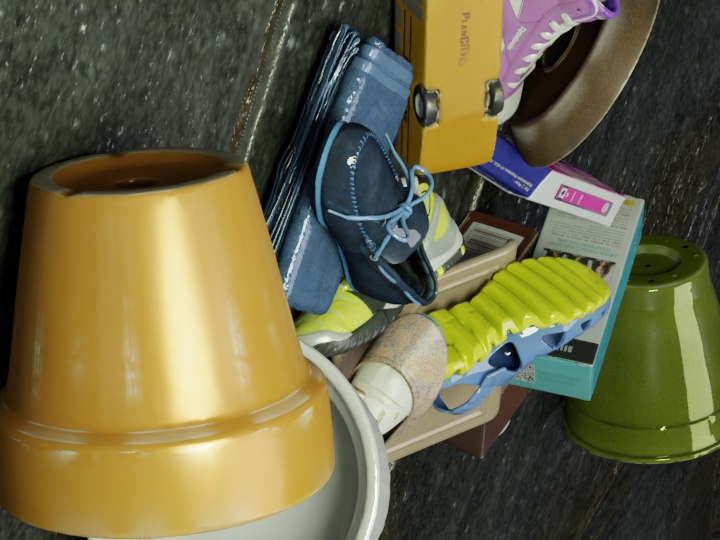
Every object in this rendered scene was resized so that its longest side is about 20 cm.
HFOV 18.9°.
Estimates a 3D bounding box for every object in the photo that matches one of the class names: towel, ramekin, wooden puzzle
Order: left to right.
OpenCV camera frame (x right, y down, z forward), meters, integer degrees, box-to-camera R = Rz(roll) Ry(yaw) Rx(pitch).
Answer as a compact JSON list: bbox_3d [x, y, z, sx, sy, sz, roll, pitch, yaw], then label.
[{"bbox_3d":[-0.075,0.138,1.412,0.098,0.199,0.202,28,83,-76],"label":"ramekin"},{"bbox_3d":[-0.023,-0.070,1.550,0.201,0.048,0.112,-70,159,-2],"label":"towel"},{"bbox_3d":[0.046,0.076,1.802,0.199,0.037,0.186,-24,135,-32],"label":"wooden puzzle"}]

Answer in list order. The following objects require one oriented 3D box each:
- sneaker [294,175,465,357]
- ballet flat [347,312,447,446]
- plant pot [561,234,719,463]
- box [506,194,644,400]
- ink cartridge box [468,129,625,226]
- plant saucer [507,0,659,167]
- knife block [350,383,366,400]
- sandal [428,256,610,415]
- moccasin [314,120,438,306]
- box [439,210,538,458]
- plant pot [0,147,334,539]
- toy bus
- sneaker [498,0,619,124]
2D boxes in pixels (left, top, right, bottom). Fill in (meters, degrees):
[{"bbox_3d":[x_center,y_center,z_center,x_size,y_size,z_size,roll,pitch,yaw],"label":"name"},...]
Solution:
[{"bbox_3d":[0.000,0.000,1.665,0.200,0.075,0.077,-44,115,-42],"label":"sneaker"},{"bbox_3d":[0.006,0.116,1.681,0.067,0.068,0.200,-47,170,-50],"label":"ballet flat"},{"bbox_3d":[0.312,0.072,2.329,0.200,0.199,0.194,-42,133,-51],"label":"plant pot"},{"bbox_3d":[0.186,0.016,1.880,0.049,0.082,0.201,85,21,-48],"label":"box"},{"bbox_3d":[0.142,-0.084,1.829,0.200,0.095,0.037,9,112,-58],"label":"ink cartridge box"},{"bbox_3d":[0.170,-0.178,1.725,0.201,0.032,0.201,-54,-159,31],"label":"plant saucer"},{"bbox_3d":[-0.083,0.174,1.494,0.200,0.064,0.176,-50,-164,45],"label":"knife block"},{"bbox_3d":[0.117,0.055,1.773,0.199,0.080,0.087,-22,137,-20],"label":"sandal"},{"bbox_3d":[0.020,-0.040,1.520,0.081,0.068,0.200,-64,158,-17],"label":"moccasin"},{"bbox_3d":[0.105,0.058,1.941,0.100,0.075,0.201,-49,149,-43],"label":"box"},{"bbox_3d":[-0.119,0.031,1.240,0.200,0.199,0.184,-29,119,-59],"label":"plant pot"},{"bbox_3d":[0.065,-0.171,1.603,0.065,0.078,0.201,-10,121,-17],"label":"toy bus"},{"bbox_3d":[0.138,-0.184,1.657,0.073,0.114,0.201,-52,153,-42],"label":"sneaker"}]
